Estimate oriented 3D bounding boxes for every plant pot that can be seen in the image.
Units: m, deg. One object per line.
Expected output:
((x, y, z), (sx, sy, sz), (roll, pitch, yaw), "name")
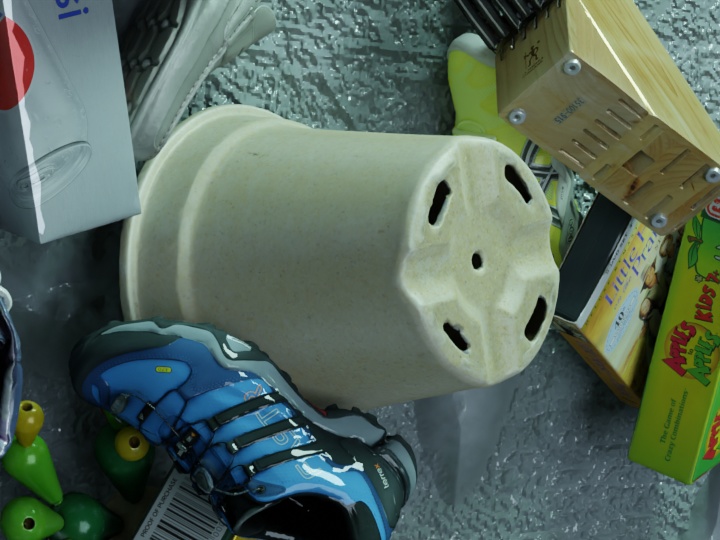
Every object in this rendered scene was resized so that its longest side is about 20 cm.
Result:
((0.000, 0.000, 1.406), (0.200, 0.183, 0.201), (5, 83, -49), "plant pot")

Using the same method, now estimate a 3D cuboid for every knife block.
((0.135, -0.138, 1.518), (0.200, 0.064, 0.176), (34, 35, -24), "knife block")

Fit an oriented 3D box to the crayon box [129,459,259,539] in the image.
((-0.107, 0.221, 1.440), (0.200, 0.058, 0.173), (-60, 161, -10), "crayon box")

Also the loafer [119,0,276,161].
((-0.078, -0.145, 1.418), (0.070, 0.070, 0.200), (32, 80, -29), "loafer")

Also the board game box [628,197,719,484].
((0.235, 0.026, 1.636), (0.101, 0.047, 0.201), (-25, 131, -55), "board game box")

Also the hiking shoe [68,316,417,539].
((-0.064, 0.092, 1.337), (0.199, 0.074, 0.087), (24, 42, -6), "hiking shoe")

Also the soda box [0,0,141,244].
((-0.172, -0.120, 1.357), (0.068, 0.063, 0.201), (-17, 110, -32), "soda box")

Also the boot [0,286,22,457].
((-0.211, -0.002, 1.334), (0.073, 0.090, 0.201), (-11, 109, -37), "boot")

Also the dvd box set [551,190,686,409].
((0.184, -0.003, 1.623), (0.147, 0.029, 0.200), (-62, 154, -9), "dvd box set")

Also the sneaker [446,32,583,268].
((0.090, -0.050, 1.565), (0.076, 0.075, 0.201), (-33, 117, -28), "sneaker")

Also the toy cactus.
((-0.154, 0.144, 1.432), (0.165, 0.102, 0.201), (8, 93, -57), "toy cactus")
